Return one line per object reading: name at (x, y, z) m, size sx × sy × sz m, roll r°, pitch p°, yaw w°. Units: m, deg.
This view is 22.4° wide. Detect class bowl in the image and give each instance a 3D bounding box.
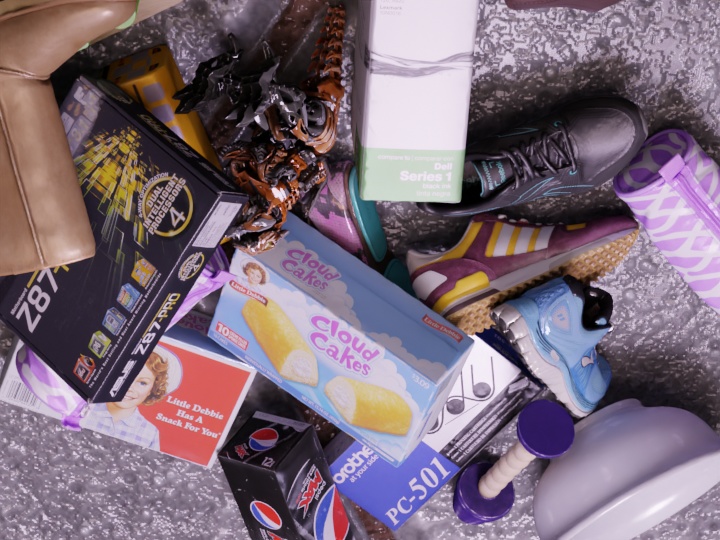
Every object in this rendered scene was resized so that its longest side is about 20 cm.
bowl at (0.226, 0.175, 1.600) m, size 0.201 × 0.201 × 0.090 m, roll -35°, pitch 70°, yaw 16°

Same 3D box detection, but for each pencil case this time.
pencil case at (0.296, -0.026, 1.512) m, size 0.084 × 0.086 × 0.200 m, roll -44°, pitch 110°, yaw 6°
pencil case at (-0.192, 0.038, 1.461) m, size 0.200 × 0.086 × 0.084 m, roll -46°, pitch 144°, yaw 20°

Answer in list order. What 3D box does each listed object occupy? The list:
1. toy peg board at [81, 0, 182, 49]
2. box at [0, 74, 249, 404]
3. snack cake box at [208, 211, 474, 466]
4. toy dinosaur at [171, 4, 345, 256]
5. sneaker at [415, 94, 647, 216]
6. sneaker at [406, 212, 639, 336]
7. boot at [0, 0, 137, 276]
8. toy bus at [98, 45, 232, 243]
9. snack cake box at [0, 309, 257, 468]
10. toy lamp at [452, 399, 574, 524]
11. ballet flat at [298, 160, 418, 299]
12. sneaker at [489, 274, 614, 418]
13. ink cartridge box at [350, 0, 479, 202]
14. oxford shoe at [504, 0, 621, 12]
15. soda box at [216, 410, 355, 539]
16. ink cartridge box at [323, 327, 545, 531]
toy peg board at (-0.266, -0.240, 1.381) m, size 0.200 × 0.098 × 0.199 m, roll -24°, pitch 117°, yaw 10°
box at (-0.199, -0.024, 1.396) m, size 0.161 × 0.049 × 0.200 m, roll 41°, pitch 107°, yaw 23°
snack cake box at (-0.018, 0.055, 1.496) m, size 0.200 × 0.067 × 0.115 m, roll 34°, pitch 137°, yaw 12°
toy dinosaur at (-0.067, -0.117, 1.438) m, size 0.102 × 0.200 × 0.136 m, roll -13°, pitch 146°, yaw 39°
sneaker at (0.136, -0.083, 1.469) m, size 0.200 × 0.079 × 0.075 m, roll -21°, pitch 96°, yaw 17°
sneaker at (0.137, -0.020, 1.526) m, size 0.200 × 0.090 × 0.075 m, roll -22°, pitch 155°, yaw -17°
boot at (-0.225, -0.105, 1.340) m, size 0.175 × 0.066 × 0.200 m, roll -8°, pitch 99°, yaw 20°
toy bus at (-0.156, -0.077, 1.490) m, size 0.078 × 0.065 × 0.200 m, roll -19°, pitch 117°, yaw 6°
snack cake box at (-0.199, 0.081, 1.571) m, size 0.200 × 0.067 × 0.115 m, roll 20°, pitch 114°, yaw -13°
toy lamp at (0.128, 0.175, 1.591) m, size 0.058 × 0.058 × 0.200 m, roll 14°, pitch 152°, yaw -9°
ballet flat at (0.000, 0.000, 1.542) m, size 0.071 × 0.069 × 0.200 m, roll -14°, pitch 115°, yaw 26°
sneaker at (0.184, 0.060, 1.528) m, size 0.090 × 0.078 × 0.200 m, roll -37°, pitch 153°, yaw 6°
ink cartridge box at (0.040, -0.173, 1.399) m, size 0.084 × 0.146 × 0.200 m, roll 2°, pitch 118°, yaw -4°
oxford shoe at (0.204, -0.246, 1.423) m, size 0.200 × 0.071 × 0.073 m, roll -6°, pitch 147°, yaw -2°
soda box at (-0.057, 0.223, 1.627) m, size 0.071 × 0.063 × 0.200 m, roll 11°, pitch 134°, yaw 35°
ink cartridge box at (0.062, 0.135, 1.621) m, size 0.094 × 0.044 × 0.200 m, roll 37°, pitch 111°, yaw -17°
